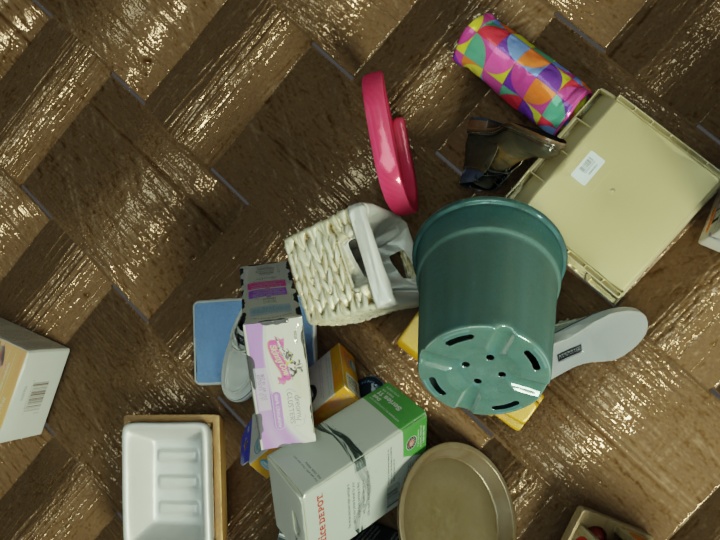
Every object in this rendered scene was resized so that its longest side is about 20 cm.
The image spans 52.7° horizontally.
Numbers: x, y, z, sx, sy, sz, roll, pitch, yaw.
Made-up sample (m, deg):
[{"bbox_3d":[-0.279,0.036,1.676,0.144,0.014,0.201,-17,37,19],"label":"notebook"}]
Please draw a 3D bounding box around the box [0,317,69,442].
[{"bbox_3d":[-0.598,0.162,1.162,0.199,0.106,0.153,19,91,14],"label":"box"}]

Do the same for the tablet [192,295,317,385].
[{"bbox_3d":[-0.162,0.106,1.104,0.198,0.014,0.131,-4,85,13],"label":"tablet"}]

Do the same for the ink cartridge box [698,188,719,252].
[{"bbox_3d":[0.508,-0.083,0.851,0.144,0.200,0.148,23,92,16],"label":"ink cartridge box"}]

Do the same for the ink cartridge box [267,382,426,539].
[{"bbox_3d":[-0.014,0.260,0.936,0.083,0.199,0.148,34,138,40],"label":"ink cartridge box"}]

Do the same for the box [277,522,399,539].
[{"bbox_3d":[-0.022,0.451,0.991,0.195,0.124,0.202,13,89,17],"label":"box"}]

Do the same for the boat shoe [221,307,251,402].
[{"bbox_3d":[-0.163,0.097,1.064,0.073,0.065,0.202,17,90,14],"label":"boat shoe"}]

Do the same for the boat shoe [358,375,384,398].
[{"bbox_3d":[-0.028,0.242,1.032,0.084,0.069,0.201,32,94,14],"label":"boat shoe"}]

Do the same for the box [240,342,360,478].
[{"bbox_3d":[-0.088,0.202,1.022,0.200,0.119,0.041,-42,111,12],"label":"box"}]

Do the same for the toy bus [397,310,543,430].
[{"bbox_3d":[0.150,0.134,0.989,0.199,0.078,0.065,37,95,14],"label":"toy bus"}]

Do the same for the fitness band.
[{"bbox_3d":[0.040,-0.174,1.004,0.037,0.144,0.202,-13,83,14],"label":"fitness band"}]

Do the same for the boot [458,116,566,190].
[{"bbox_3d":[0.195,-0.143,0.958,0.074,0.200,0.098,13,100,-22],"label":"boot"}]

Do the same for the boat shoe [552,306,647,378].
[{"bbox_3d":[0.279,0.090,0.962,0.199,0.070,0.071,-21,116,-9],"label":"boat shoe"}]

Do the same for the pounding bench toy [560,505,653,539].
[{"bbox_3d":[0.300,0.421,0.886,0.124,0.156,0.201,25,93,-18],"label":"pounding bench toy"}]

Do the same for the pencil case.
[{"bbox_3d":[0.219,-0.269,0.999,0.200,0.088,0.089,43,97,16],"label":"pencil case"}]

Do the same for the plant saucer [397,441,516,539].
[{"bbox_3d":[0.123,0.327,0.947,0.029,0.199,0.202,-27,78,50],"label":"plant saucer"}]

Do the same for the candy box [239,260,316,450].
[{"bbox_3d":[-0.109,0.100,0.931,0.071,0.200,0.169,-7,110,-8],"label":"candy box"}]

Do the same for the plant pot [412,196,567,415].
[{"bbox_3d":[0.151,0.051,0.871,0.198,0.197,0.201,6,132,6],"label":"plant pot"}]

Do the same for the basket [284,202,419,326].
[{"bbox_3d":[0.000,0.000,0.979,0.123,0.200,0.137,-21,81,18],"label":"basket"}]

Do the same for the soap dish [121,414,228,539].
[{"bbox_3d":[-0.272,0.314,1.083,0.156,0.081,0.202,-3,85,14],"label":"soap dish"}]

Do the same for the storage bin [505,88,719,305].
[{"bbox_3d":[0.326,-0.097,0.954,0.198,0.094,0.200,42,97,14],"label":"storage bin"}]
